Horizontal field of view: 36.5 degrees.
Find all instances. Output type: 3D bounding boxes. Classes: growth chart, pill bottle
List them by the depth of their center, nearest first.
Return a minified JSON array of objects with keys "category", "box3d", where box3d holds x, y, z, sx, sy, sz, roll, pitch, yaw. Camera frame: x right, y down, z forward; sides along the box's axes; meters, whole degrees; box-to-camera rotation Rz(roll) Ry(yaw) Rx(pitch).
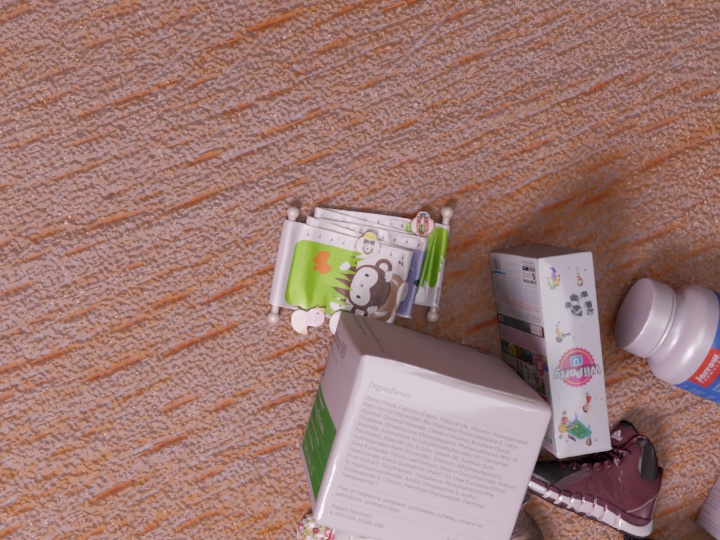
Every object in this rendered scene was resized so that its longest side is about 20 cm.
[{"category":"growth chart","box3d":[0.000,0.000,1.179,0.197,0.018,0.147,2,95,-8]},{"category":"pill bottle","box3d":[0.384,0.083,1.194,0.198,0.112,0.114,21,91,-9]}]

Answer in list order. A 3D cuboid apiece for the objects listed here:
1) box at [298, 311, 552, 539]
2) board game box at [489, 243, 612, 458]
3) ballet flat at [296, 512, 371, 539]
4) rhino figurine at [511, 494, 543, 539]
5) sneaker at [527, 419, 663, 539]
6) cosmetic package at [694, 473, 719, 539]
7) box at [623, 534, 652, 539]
[{"category":"box","box3d":[0.057,0.164,1.103,0.197,0.199,0.174,17,97,-10]},{"category":"board game box","box3d":[0.198,0.079,1.149,0.063,0.147,0.203,-8,96,-10]},{"category":"ballet flat","box3d":[0.031,0.287,1.181,0.197,0.064,0.077,0,95,-8]},{"category":"rhino figurine","box3d":[0.172,0.322,1.205,0.087,0.060,0.203,-21,97,-27]},{"category":"sneaker","box3d":[0.253,0.211,1.211,0.198,0.076,0.117,25,85,-20]},{"category":"cosmetic package","box3d":[0.470,0.227,1.219,0.080,0.113,0.202,29,92,-9]},{"category":"box","box3d":[0.369,0.428,1.215,0.197,0.124,0.199,19,93,-10]}]
